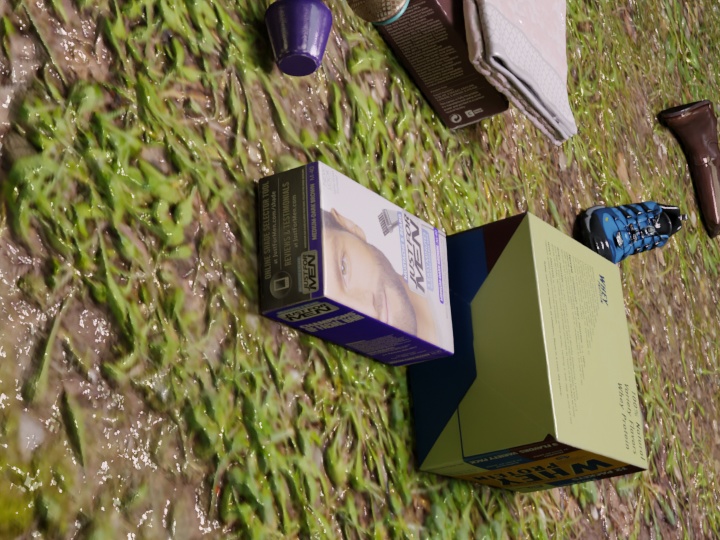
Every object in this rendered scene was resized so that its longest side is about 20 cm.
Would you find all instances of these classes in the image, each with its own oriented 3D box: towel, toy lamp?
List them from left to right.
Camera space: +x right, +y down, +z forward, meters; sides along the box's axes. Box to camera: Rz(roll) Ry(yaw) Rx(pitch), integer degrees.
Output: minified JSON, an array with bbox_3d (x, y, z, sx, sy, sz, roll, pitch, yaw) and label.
[{"bbox_3d":[-0.050,-0.252,1.167,0.058,0.058,0.202,33,50,-50],"label":"toy lamp"},{"bbox_3d":[0.155,-0.246,1.389,0.200,0.032,0.193,33,49,-52],"label":"towel"}]

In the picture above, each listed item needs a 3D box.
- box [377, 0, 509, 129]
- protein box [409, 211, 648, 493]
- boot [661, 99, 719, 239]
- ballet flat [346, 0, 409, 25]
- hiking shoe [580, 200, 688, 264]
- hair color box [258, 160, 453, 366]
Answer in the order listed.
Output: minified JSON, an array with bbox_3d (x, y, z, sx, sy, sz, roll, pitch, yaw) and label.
[{"bbox_3d":[0.073,-0.244,1.363,0.200,0.074,0.101,48,39,-37],"label":"box"},{"bbox_3d":[0.147,0.082,1.277,0.199,0.134,0.201,23,57,-54],"label":"protein box"},{"bbox_3d":[0.503,-0.145,2.089,0.186,0.064,0.203,-12,92,-59],"label":"boot"},{"bbox_3d":[0.006,-0.296,1.250,0.201,0.070,0.066,-97,165,-45],"label":"ballet flat"},{"bbox_3d":[0.322,-0.053,1.693,0.200,0.086,0.075,-26,99,-60],"label":"hiking shoe"},{"bbox_3d":[0.000,0.000,1.133,0.199,0.064,0.111,24,57,-53],"label":"hair color box"}]
